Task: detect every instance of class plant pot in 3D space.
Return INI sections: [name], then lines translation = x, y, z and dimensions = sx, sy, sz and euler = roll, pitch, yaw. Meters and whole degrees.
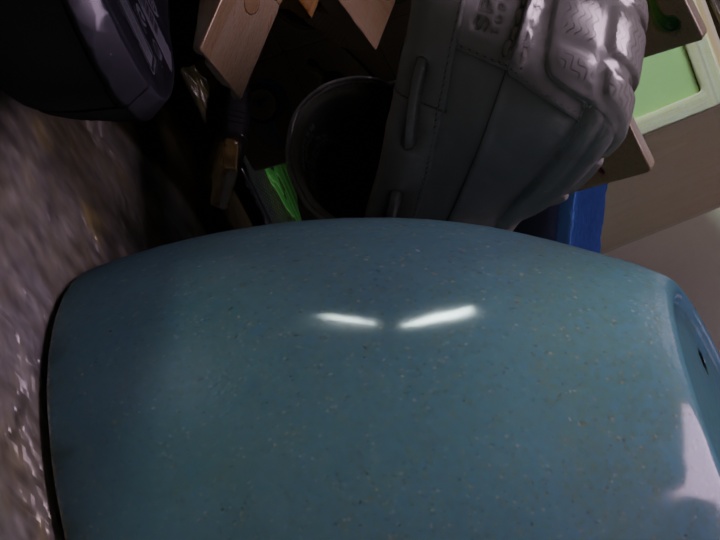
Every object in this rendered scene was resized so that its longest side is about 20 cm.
[plant pot]
translation = 0.030, 0.068, 0.651
dimensions = 0.200, 0.134, 0.201
euler = -22, 90, -77

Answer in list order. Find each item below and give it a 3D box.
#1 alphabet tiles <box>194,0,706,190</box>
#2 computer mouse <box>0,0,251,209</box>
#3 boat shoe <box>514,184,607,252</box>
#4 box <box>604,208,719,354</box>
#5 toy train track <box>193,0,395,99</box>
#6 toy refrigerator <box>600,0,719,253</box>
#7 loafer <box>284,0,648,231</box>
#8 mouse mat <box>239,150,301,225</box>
[alphabet tiles]
translation = 0.001, -0.104, 0.758
dimensions = 0.006, 0.166, 0.201
euler = -47, 115, -47
[computer mouse]
translation = -0.069, -0.064, 0.681
dimensions = 0.200, 0.046, 0.141
euler = -100, 167, -61
[boat shoe]
translation = 0.044, -0.046, 0.870
dimensions = 0.084, 0.068, 0.201
euler = 4, 93, -73
[box]
translation = 0.127, 0.015, 1.027
dimensions = 0.200, 0.082, 0.069
euler = -64, 143, -46
[toy train track]
translation = -0.046, -0.121, 0.668
dimensions = 0.200, 0.032, 0.115
euler = 51, 53, -50
[toy refrigerator]
translation = 0.084, -0.114, 1.006
dimensions = 0.070, 0.076, 0.201
euler = 52, 20, -54
[loafer]
translation = 0.011, -0.027, 0.730
dimensions = 0.200, 0.070, 0.070
euler = 125, -20, -55
[mouse mat]
translation = 0.000, 0.000, 0.926
dimensions = 0.161, 0.008, 0.201
euler = -85, 150, -63
